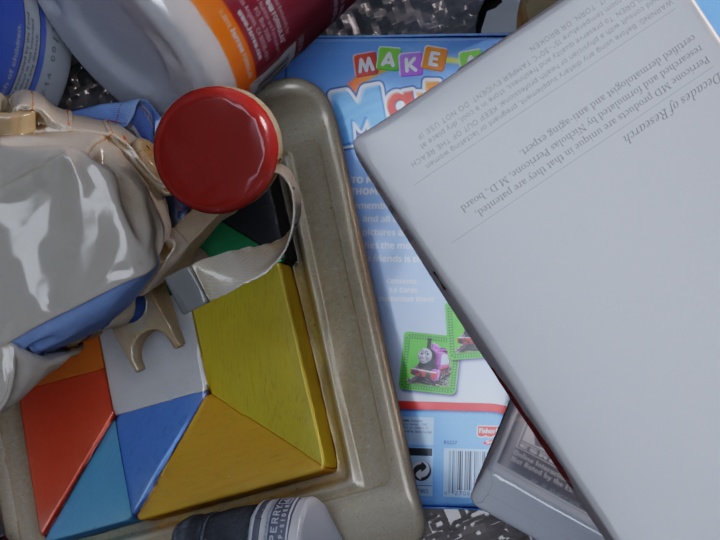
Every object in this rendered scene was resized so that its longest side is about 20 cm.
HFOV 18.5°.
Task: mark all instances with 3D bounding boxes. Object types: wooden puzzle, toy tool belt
[{"bbox_3d":[-0.080,0.038,0.925,0.184,0.037,0.201,-16,83,17],"label":"wooden puzzle"},{"bbox_3d":[-0.111,-0.017,0.868,0.199,0.123,0.125,-27,92,11],"label":"toy tool belt"}]

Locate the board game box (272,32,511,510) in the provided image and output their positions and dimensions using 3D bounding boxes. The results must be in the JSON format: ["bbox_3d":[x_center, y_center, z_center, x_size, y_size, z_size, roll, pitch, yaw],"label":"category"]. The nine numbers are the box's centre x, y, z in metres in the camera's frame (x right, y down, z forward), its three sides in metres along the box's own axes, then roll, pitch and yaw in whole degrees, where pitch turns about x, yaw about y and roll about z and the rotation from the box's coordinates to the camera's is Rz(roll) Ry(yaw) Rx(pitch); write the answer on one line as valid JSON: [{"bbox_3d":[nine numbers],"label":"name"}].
[{"bbox_3d":[0.000,0.000,0.947,0.150,0.037,0.201,1,88,10],"label":"board game box"}]

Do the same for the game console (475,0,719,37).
[{"bbox_3d":[0.167,-0.151,0.928,0.118,0.171,0.201,26,88,-25],"label":"game console"}]

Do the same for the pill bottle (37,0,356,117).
[{"bbox_3d":[-0.033,-0.159,0.907,0.114,0.114,0.200,44,70,2],"label":"pill bottle"}]

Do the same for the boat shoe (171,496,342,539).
[{"bbox_3d":[-0.025,0.177,0.909,0.067,0.072,0.201,-7,126,20],"label":"boat shoe"}]

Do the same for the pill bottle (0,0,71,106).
[{"bbox_3d":[-0.206,-0.102,0.869,0.111,0.200,0.113,-2,84,20],"label":"pill bottle"}]

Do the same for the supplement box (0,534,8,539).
[{"bbox_3d":[-0.123,0.222,0.920,0.200,0.061,0.109,46,115,1],"label":"supplement box"}]

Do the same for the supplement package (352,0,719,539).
[{"bbox_3d":[0.100,0.010,0.755,0.120,0.121,0.200,-34,89,1],"label":"supplement package"}]

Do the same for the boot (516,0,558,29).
[{"bbox_3d":[0.118,-0.136,0.881,0.144,0.071,0.202,-27,86,-30],"label":"boot"}]

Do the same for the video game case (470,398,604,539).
[{"bbox_3d":[0.154,0.085,0.893,0.199,0.182,0.023,29,123,1],"label":"video game case"}]
